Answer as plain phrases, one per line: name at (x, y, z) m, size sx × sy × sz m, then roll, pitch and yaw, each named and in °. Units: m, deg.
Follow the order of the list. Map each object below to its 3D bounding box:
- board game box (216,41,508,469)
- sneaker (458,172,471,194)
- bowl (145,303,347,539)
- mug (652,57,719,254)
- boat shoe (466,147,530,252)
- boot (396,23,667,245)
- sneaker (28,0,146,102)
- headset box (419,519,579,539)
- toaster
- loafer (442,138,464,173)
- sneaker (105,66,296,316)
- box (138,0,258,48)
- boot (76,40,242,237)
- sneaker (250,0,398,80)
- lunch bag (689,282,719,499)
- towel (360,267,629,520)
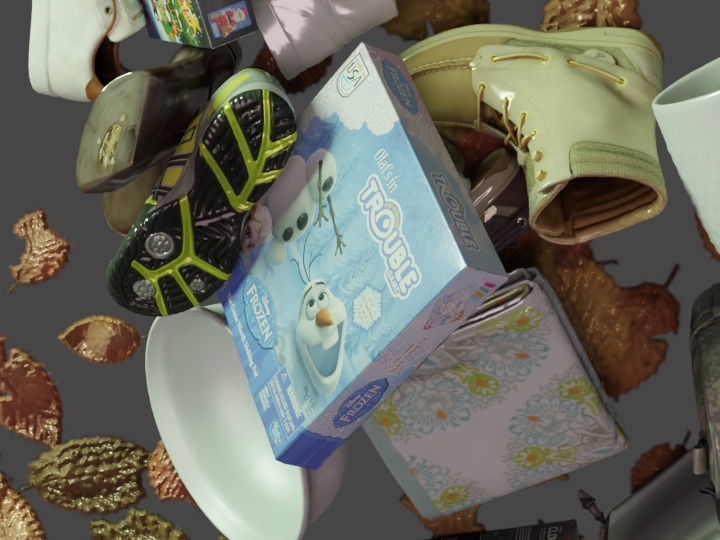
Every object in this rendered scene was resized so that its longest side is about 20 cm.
board game box at (-0.014, -0.010, 1.159) m, size 0.043 × 0.201 × 0.199 m, roll 16°, pitch 128°, yaw -41°
sneaker at (0.000, 0.000, 1.223) m, size 0.076 × 0.082 × 0.200 m, roll 18°, pitch 148°, yaw -31°
bowl at (-0.070, 0.104, 1.313) m, size 0.200 × 0.090 × 0.203 m, roll 32°, pitch 134°, yaw 40°
mug at (0.306, -0.069, 1.157) m, size 0.147 × 0.199 × 0.177 m, roll -14°, pitch 104°, yaw 49°
boat shoe at (0.062, 0.003, 1.284) m, size 0.065 × 0.072 × 0.200 m, roll 38°, pitch 107°, yaw -2°
boot at (0.108, -0.090, 1.191) m, size 0.198 × 0.156 × 0.073 m, roll -1°, pitch 139°, yaw 8°
sneaker at (-0.187, -0.214, 1.243) m, size 0.084 × 0.073 × 0.202 m, roll 14°, pitch 124°, yaw 15°
headset box at (0.104, 0.286, 1.380) m, size 0.198 × 0.077 × 0.150 m, roll -9°, pitch 109°, yaw 14°
toaster at (0.264, 0.236, 1.280) m, size 0.200 × 0.181 × 0.119 m, roll 44°, pitch 109°, yaw -9°
loafer at (-0.018, -0.060, 1.275) m, size 0.198 × 0.076 × 0.069 m, roll 0°, pitch 112°, yaw 20°
sneaker at (-0.105, -0.051, 1.203) m, size 0.075 × 0.077 × 0.200 m, roll 31°, pitch 114°, yaw -19°
box at (-0.137, -0.254, 1.187) m, size 0.037 × 0.136 × 0.202 m, roll -23°, pitch 108°, yaw -19°
boot at (-0.159, -0.075, 1.220) m, size 0.064 × 0.200 × 0.187 m, roll 28°, pitch 112°, yaw 1°
sneaker at (-0.047, -0.248, 1.216) m, size 0.115 × 0.074 × 0.201 m, roll -26°, pitch 102°, yaw 5°
lunch bag at (0.325, 0.082, 1.215) m, size 0.198 × 0.168 × 0.141 m, roll -12°, pitch 108°, yaw 14°
towel at (0.088, 0.095, 1.291) m, size 0.170 × 0.048 × 0.201 m, roll -19°, pitch 130°, yaw 16°
